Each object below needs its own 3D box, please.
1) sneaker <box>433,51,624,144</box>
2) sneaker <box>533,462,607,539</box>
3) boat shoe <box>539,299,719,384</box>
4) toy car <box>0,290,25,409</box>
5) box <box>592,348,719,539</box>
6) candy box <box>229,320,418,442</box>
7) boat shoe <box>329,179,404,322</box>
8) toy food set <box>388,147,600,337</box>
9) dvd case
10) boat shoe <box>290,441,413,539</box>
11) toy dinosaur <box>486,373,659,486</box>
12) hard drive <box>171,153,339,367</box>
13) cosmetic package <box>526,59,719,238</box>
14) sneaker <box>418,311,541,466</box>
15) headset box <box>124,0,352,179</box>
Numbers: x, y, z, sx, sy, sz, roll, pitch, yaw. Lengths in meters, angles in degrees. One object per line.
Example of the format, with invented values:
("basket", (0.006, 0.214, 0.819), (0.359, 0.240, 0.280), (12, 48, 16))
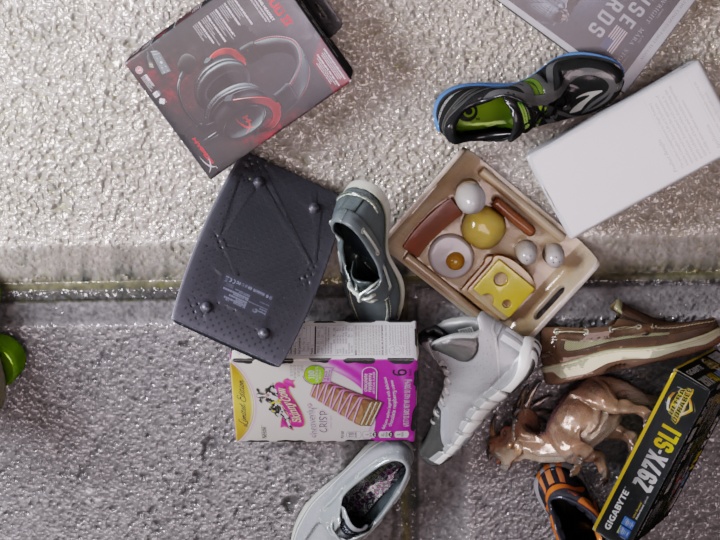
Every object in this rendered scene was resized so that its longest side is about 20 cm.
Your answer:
("sneaker", (0.173, -0.165, 1.457), (0.198, 0.083, 0.071), (-13, 123, 6))
("sneaker", (0.261, 0.316, 1.604), (0.077, 0.112, 0.200), (-36, 105, 11))
("boat shoe", (0.290, 0.067, 1.546), (0.201, 0.075, 0.075), (-12, 86, -7))
("toy car", (-0.487, 0.101, 1.513), (0.199, 0.164, 0.159), (-11, 108, 16))
("box", (0.334, 0.191, 1.541), (0.049, 0.159, 0.201), (30, 108, 21))
("candy box", (-0.038, 0.121, 1.539), (0.199, 0.061, 0.137), (0, 134, 0))
("boat shoe", (0.000, 0.000, 1.492), (0.072, 0.062, 0.201), (15, 136, 22))
("toy food set", (0.135, -0.017, 1.521), (0.200, 0.060, 0.144), (38, 104, -12))
("dvd case", (0.235, -0.297, 1.450), (0.199, 0.025, 0.151), (34, 105, -10))
("boat shoe", (-0.013, 0.269, 1.608), (0.070, 0.072, 0.201), (36, 104, -11))
("toy dinosaur", (0.240, 0.160, 1.576), (0.199, 0.136, 0.086), (-33, 144, -13))
("hard drive", (-0.106, -0.010, 1.480), (0.134, 0.042, 0.201), (24, 69, -9))
("cosmetic package", (0.279, -0.125, 1.474), (0.199, 0.074, 0.102), (-28, 94, 10))
("sneaker", (0.097, 0.116, 1.552), (0.115, 0.075, 0.200), (36, 119, -5))
("headset box", (-0.112, -0.213, 1.446), (0.199, 0.075, 0.149), (-33, 105, 10))
